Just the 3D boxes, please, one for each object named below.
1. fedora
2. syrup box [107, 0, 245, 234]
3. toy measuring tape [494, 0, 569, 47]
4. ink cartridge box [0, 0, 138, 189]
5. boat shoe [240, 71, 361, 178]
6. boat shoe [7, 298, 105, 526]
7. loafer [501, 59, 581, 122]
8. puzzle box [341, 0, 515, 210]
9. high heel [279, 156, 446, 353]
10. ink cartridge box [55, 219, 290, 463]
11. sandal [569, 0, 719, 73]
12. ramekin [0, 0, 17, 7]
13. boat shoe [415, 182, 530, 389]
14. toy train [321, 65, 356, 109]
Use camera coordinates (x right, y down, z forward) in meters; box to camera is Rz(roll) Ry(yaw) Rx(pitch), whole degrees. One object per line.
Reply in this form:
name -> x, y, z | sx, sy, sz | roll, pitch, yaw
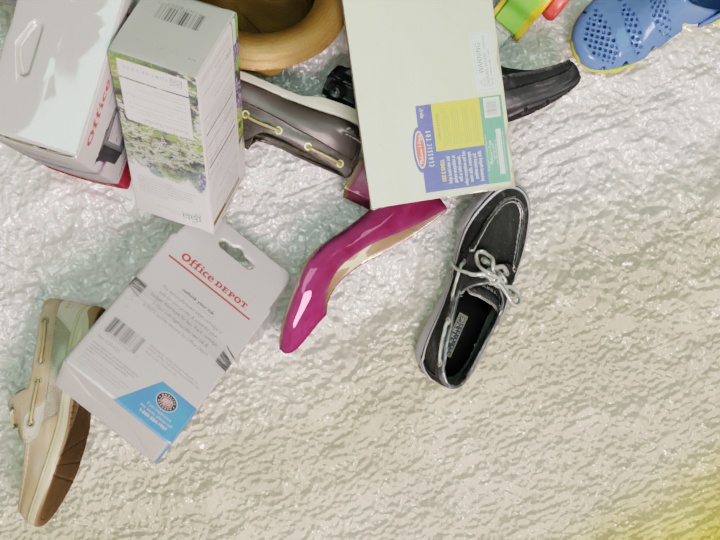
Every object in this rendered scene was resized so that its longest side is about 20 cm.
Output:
fedora -> -0.102, -0.244, 0.964 | 0.196, 0.082, 0.204 | 3, 60, -5
syrup box -> -0.150, -0.129, 0.900 | 0.077, 0.201, 0.082 | 18, 57, 9
toy measuring tape -> 0.146, -0.243, 0.998 | 0.073, 0.074, 0.201 | 39, 86, -1
ink cartridge box -> -0.237, -0.160, 0.909 | 0.084, 0.200, 0.150 | 16, 88, -2
boat shoe -> -0.094, -0.141, 0.980 | 0.197, 0.072, 0.062 | 16, 83, -5
boat shoe -> -0.284, 0.127, 0.966 | 0.064, 0.072, 0.204 | 11, 83, 4
loafer -> 0.108, -0.165, 0.970 | 0.197, 0.068, 0.072 | -18, 90, -10
puzzle box -> 0.057, -0.162, 0.920 | 0.130, 0.025, 0.204 | -8, 93, -3
high heel -> 0.000, 0.000, 0.987 | 0.095, 0.067, 0.202 | 27, 77, 2
ink cartridge box -> -0.163, 0.054, 0.950 | 0.115, 0.067, 0.201 | 38, 57, -2
sandal -> 0.290, -0.252, 0.999 | 0.197, 0.087, 0.081 | -27, 92, -2
ramekin -> -0.306, -0.338, 0.962 | 0.196, 0.098, 0.205 | 0, 89, -2
boat shoe -> 0.112, 0.012, 0.981 | 0.073, 0.068, 0.202 | 28, 89, -18
toy train -> 0.056, -0.140, 1.009 | 0.197, 0.034, 0.046 | 28, 77, -2
